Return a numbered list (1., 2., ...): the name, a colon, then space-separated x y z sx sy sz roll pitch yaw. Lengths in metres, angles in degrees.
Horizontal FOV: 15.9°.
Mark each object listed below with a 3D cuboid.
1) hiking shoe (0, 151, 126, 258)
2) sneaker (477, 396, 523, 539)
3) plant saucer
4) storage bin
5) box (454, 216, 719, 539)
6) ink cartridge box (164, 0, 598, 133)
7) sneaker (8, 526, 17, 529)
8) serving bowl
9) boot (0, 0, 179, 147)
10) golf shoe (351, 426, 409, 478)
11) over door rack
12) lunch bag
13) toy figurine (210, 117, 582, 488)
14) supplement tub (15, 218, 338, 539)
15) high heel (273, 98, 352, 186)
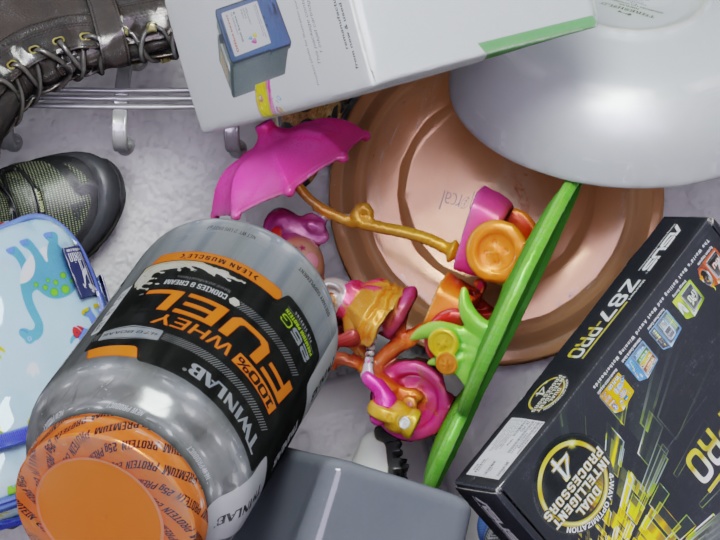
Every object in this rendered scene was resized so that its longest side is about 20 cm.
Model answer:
1. hiking shoe: -0.231 -0.018 1.486 0.199 0.101 0.076 -20 85 0
2. sneaker: 0.125 0.081 1.441 0.085 0.077 0.201 13 62 36
3. plant saucer: 0.080 -0.045 1.515 0.198 0.032 0.202 0 84 2
4. storage bin: -0.026 0.165 1.343 0.145 0.200 0.135 18 84 -14
5. box: 0.164 0.097 1.376 0.200 0.049 0.161 -49 115 -21
6. ink cartridge box: 0.007 -0.139 1.358 0.144 0.200 0.088 -17 96 -30
7. sneaker: -0.176 0.107 1.501 0.198 0.088 0.075 -7 57 -19
8. serving bowl: 0.149 -0.127 1.440 0.198 0.201 0.066 3 125 2
9. boot: -0.166 -0.118 1.424 0.173 0.069 0.201 -11 55 -2
10. golf shoe: -0.032 0.178 1.475 0.094 0.078 0.201 18 84 3
11. over door rack: -0.133 -0.160 1.520 0.146 0.067 0.202 1 71 2
12. lunch bag: -0.225 0.068 1.401 0.199 0.082 0.162 -15 82 -20
13. toy figurine: 0.000 0.000 1.433 0.183 0.150 0.201 25 103 6
14. supplement tub: -0.094 0.070 1.323 0.122 0.200 0.123 9 123 14
15. high heel: 0.025 -0.140 1.494 0.141 0.071 0.202 5 75 15
